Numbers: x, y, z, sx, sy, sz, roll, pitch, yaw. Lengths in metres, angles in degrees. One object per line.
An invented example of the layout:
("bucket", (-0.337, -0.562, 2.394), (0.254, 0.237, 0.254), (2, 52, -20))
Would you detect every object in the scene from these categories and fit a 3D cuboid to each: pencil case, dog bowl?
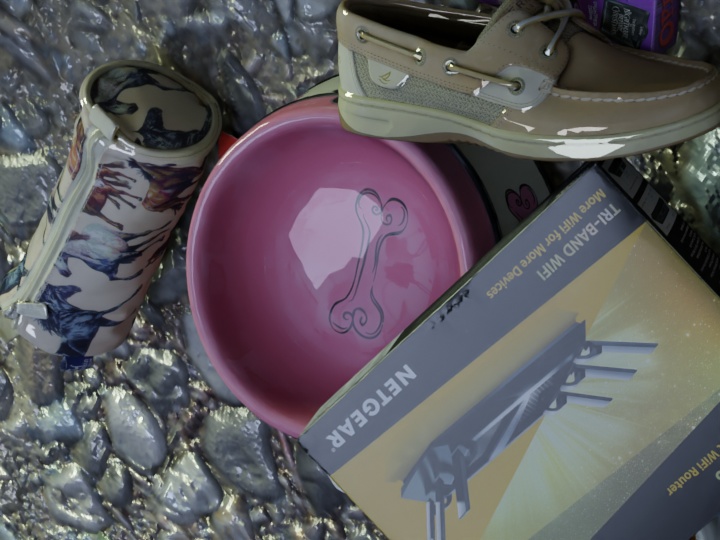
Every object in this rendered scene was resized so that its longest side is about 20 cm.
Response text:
("pencil case", (-0.142, -0.032, 1.483), (0.078, 0.089, 0.200), (42, 137, 13))
("dog bowl", (0.000, 0.000, 1.330), (0.199, 0.074, 0.202), (3, 97, 30))

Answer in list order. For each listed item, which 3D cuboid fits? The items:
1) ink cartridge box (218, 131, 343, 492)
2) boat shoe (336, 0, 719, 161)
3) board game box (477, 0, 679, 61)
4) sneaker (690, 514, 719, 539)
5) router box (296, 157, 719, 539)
("ink cartridge box", (-0.014, 0.038, 1.445), (0.199, 0.057, 0.163), (25, 132, 22))
("boat shoe", (0.075, -0.093, 1.217), (0.199, 0.072, 0.065), (7, 114, 32))
("board game box", (0.093, -0.202, 1.200), (0.120, 0.032, 0.201), (19, 128, 27))
("sneaker", (0.146, 0.067, 1.292), (0.076, 0.081, 0.201), (-3, 113, 45))
("router box", (0.094, 0.066, 1.235), (0.157, 0.052, 0.200), (46, 110, -2))
